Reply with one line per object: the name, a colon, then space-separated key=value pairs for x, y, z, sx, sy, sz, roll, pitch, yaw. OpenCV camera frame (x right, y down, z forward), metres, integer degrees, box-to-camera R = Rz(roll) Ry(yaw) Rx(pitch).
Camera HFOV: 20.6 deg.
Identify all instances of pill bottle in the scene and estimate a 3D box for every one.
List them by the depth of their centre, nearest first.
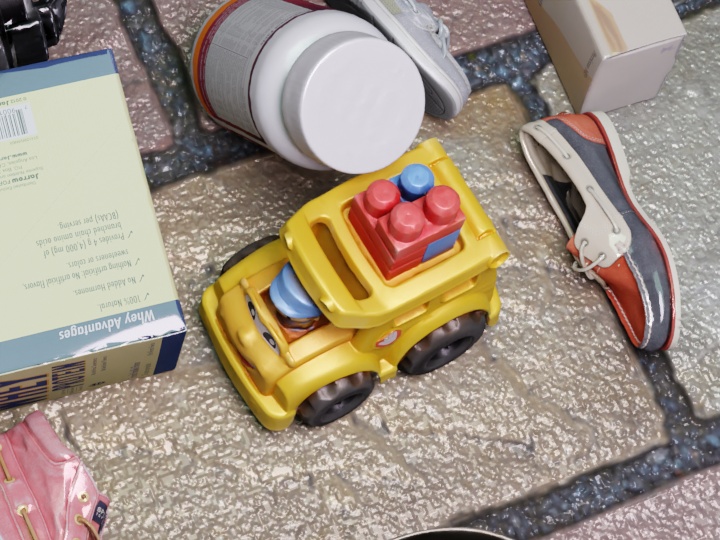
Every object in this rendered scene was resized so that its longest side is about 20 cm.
pill bottle: x=-0.037 y=-0.130 z=1.378 sx=0.109 sy=0.200 sz=0.110 roll=-7 pitch=107 yaw=-23

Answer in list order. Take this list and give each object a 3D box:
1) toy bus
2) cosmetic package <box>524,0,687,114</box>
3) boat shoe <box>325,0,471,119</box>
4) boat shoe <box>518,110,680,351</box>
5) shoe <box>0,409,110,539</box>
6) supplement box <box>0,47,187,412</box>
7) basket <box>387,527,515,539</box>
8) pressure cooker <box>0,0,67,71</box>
toy bus: x=0.000 y=0.000 z=1.342 sx=0.200 sy=0.192 sz=0.136 roll=-27 pitch=74 yaw=-15
cosmetic package: x=0.166 y=-0.228 z=1.503 sx=0.071 sy=0.105 sz=0.200 roll=-17 pitch=69 yaw=-12
boat shoe: x=0.023 y=-0.201 z=1.492 sx=0.065 sy=0.074 sz=0.202 roll=-33 pitch=68 yaw=-13
boat shoe: x=0.174 y=-0.028 z=1.435 sx=0.062 sy=0.071 sz=0.200 roll=-8 pitch=64 yaw=-22
shoe: x=-0.195 y=0.188 z=1.304 sx=0.091 sy=0.072 sz=0.200 roll=-34 pitch=70 yaw=-12
supplement box: x=-0.239 y=-0.016 z=1.336 sx=0.199 sy=0.134 sz=0.200 roll=-14 pitch=79 yaw=-12
basket: x=0.028 y=0.258 z=1.231 sx=0.180 sy=0.200 sz=0.136 roll=-25 pitch=72 yaw=-17
pressure cooker: x=-0.309 y=-0.190 z=1.397 sx=0.200 sy=0.179 sz=0.176 roll=-18 pitch=88 yaw=-13
